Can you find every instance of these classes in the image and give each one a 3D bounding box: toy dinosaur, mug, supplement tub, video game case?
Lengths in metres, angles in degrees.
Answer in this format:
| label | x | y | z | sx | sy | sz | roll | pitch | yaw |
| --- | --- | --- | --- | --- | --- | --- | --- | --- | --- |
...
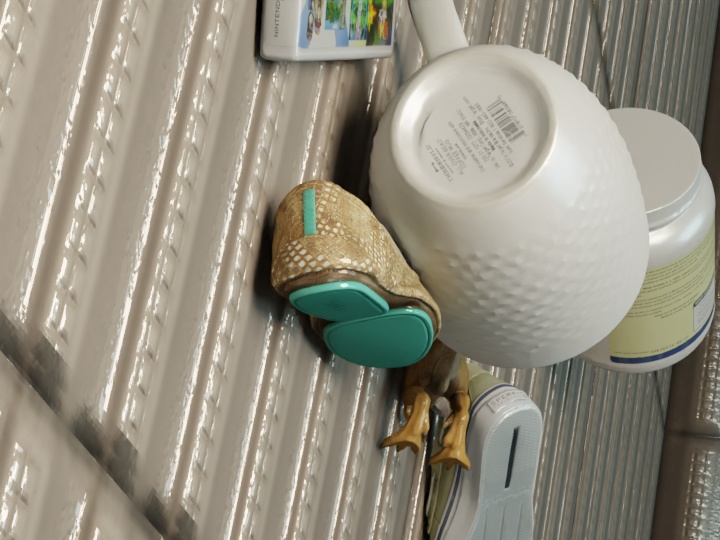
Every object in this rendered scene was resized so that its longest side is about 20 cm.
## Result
| label | x | y | z | sx | sy | sz | roll | pitch | yaw |
| --- | --- | --- | --- | --- | --- | --- | --- | --- | --- |
| toy dinosaur | 0.048 | 0.059 | 1.347 | 0.200 | 0.060 | 0.107 | 116 | -18 | -65 |
| mug | 0.068 | -0.065 | 1.207 | 0.175 | 0.147 | 0.201 | 57 | 13 | -66 |
| supplement tub | 0.230 | -0.025 | 1.883 | 0.201 | 0.144 | 0.146 | 80 | 20 | -48 |
| video game case | -0.009 | -0.196 | 1.093 | 0.200 | 0.022 | 0.184 | -23 | 118 | -76 |

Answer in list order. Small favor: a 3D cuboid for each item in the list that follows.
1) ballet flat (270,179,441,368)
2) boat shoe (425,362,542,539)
| label | x | y | z | sx | sy | sz | roll | pitch | yaw |
| --- | --- | --- | --- | --- | --- | --- | --- | --- | --- |
| ballet flat | 0.000 | 0.000 | 1.119 | 0.200 | 0.070 | 0.066 | 59 | 24 | -74 |
| boat shoe | 0.078 | 0.152 | 1.491 | 0.062 | 0.072 | 0.201 | 47 | -43 | 43 |
